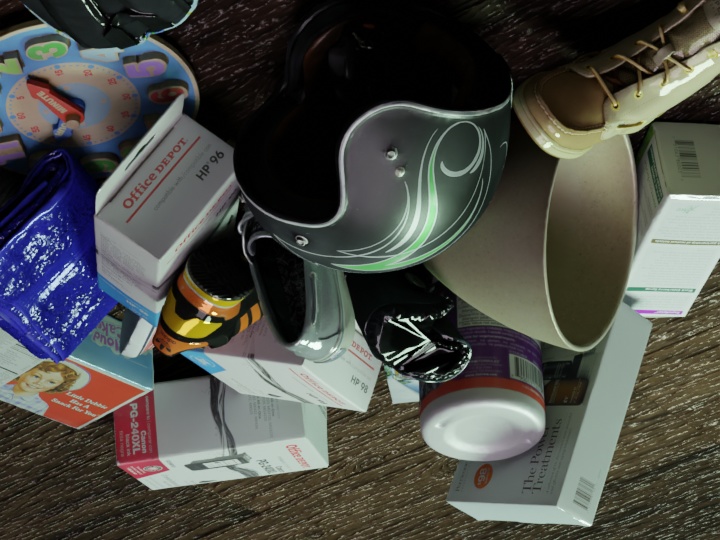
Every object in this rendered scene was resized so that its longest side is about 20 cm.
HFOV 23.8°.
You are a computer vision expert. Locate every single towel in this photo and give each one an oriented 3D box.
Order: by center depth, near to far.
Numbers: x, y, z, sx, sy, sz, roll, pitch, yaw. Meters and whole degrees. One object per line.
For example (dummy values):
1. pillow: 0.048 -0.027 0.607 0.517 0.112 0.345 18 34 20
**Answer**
1. towel: -0.256 -0.004 1.436 0.148 0.050 0.200 -43 154 -5

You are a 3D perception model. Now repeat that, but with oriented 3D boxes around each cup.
1. cup: 0.130 -0.042 1.424 0.143 0.201 0.200 7 155 29

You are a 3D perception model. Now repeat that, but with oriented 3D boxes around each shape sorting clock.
1. shape sorting clock: -0.227 -0.130 1.353 0.199 0.039 0.200 -3 148 -2

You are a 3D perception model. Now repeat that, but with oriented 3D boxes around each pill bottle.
1. pill bottle: 0.107 0.060 1.538 0.111 0.201 0.112 0 146 0

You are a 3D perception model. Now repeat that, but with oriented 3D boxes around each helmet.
1. helmet: 0.010 -0.092 1.301 0.199 0.201 0.191 10 129 -21

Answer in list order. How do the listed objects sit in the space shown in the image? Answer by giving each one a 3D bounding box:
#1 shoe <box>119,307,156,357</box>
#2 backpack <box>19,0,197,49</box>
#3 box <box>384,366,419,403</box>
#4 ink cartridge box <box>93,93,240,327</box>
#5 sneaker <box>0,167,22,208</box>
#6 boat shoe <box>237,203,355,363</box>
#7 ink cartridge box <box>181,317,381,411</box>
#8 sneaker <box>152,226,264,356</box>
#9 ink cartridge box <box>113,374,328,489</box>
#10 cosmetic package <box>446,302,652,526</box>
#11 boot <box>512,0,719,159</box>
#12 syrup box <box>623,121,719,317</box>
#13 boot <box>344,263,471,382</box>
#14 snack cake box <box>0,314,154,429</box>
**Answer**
1. shoe: -0.157 0.023 1.575 0.091 0.072 0.200 12 141 -19
2. backpack: -0.179 -0.238 1.111 0.162 0.154 0.200 -19 123 19
3. box: 0.121 0.077 1.724 0.199 0.038 0.137 -7 147 4
4. ink cartridge box: -0.154 -0.045 1.380 0.068 0.116 0.200 35 159 6
5. sneaker: -0.320 -0.036 1.459 0.082 0.074 0.200 -17 146 11
6. boat shoe: -0.060 -0.023 1.377 0.070 0.202 0.071 -28 156 26
7. ink cartridge box: -0.060 0.076 1.603 0.199 0.067 0.116 5 157 37
8. sneaker: -0.113 0.022 1.440 0.090 0.070 0.200 -51 169 19
9. ink cartridge box: -0.140 0.163 1.764 0.199 0.084 0.145 -8 161 6
10. cosmetic package: 0.171 0.130 1.558 0.052 0.201 0.150 32 157 -28
11. boot: 0.215 -0.155 1.281 0.155 0.073 0.200 -35 167 37
12. syrup box: 0.274 -0.041 1.516 0.081 0.079 0.200 2 148 -10
13. boot: 0.000 0.000 1.435 0.200 0.168 0.076 36 103 -25
14. snack cake box: -0.310 0.077 1.648 0.115 0.067 0.200 -29 140 31
